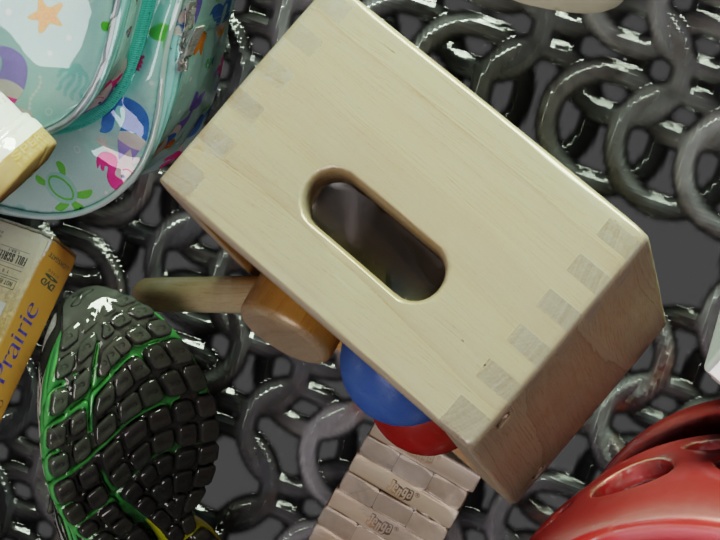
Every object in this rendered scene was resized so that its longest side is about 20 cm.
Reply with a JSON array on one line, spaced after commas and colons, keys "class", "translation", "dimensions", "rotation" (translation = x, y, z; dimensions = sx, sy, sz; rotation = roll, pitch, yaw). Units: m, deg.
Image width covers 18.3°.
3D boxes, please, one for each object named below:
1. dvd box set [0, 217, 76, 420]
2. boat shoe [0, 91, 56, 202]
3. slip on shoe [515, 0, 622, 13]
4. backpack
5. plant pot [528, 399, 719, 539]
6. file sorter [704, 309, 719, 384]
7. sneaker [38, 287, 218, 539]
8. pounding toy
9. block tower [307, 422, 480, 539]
[{"class": "dvd box set", "translation": [-0.223, 0.059, 0.953], "dimensions": [0.145, 0.029, 0.201], "rotation": [16, 76, 28]}, {"class": "boat shoe", "translation": [-0.205, -0.023, 0.890], "dimensions": [0.199, 0.071, 0.069], "rotation": [-34, 101, 31]}, {"class": "slip on shoe", "translation": [0.032, -0.171, 0.877], "dimensions": [0.199, 0.076, 0.061], "rotation": [30, 127, -9]}, {"class": "backpack", "translation": [-0.140, -0.122, 0.929], "dimensions": [0.176, 0.151, 0.201], "rotation": [16, 116, 11]}, {"class": "plant pot", "translation": [0.157, 0.157, 0.898], "dimensions": [0.199, 0.182, 0.202], "rotation": [7, 110, 21]}, {"class": "file sorter", "translation": [0.253, 0.039, 0.866], "dimensions": [0.200, 0.139, 0.125], "rotation": [40, 110, 1]}, {"class": "sneaker", "translation": [-0.112, 0.087, 0.980], "dimensions": [0.085, 0.078, 0.201], "rotation": [43, 147, 41]}, {"class": "pounding toy", "translation": [0.000, 0.000, 0.894], "dimensions": [0.200, 0.184, 0.142], "rotation": [40, 86, 16]}, {"class": "block tower", "translation": [-0.003, 0.141, 1.017], "dimensions": [0.058, 0.054, 0.201], "rotation": [29, 113, 5]}]
